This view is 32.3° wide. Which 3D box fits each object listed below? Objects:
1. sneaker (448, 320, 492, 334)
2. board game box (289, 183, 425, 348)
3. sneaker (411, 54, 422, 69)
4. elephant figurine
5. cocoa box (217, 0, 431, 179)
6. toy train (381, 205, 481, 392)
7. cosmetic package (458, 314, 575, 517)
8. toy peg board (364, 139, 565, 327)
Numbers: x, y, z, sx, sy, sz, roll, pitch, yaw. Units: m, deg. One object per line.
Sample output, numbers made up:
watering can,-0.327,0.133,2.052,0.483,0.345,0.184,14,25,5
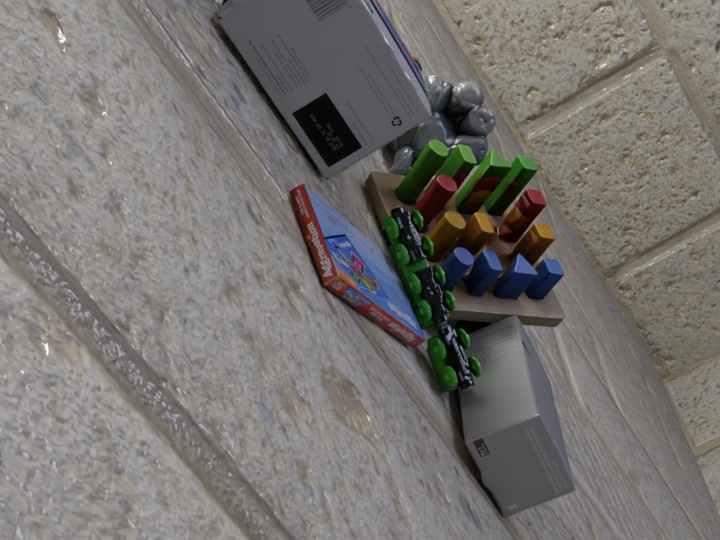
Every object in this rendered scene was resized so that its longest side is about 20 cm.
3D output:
sneaker,0.111,0.003,1.446,0.201,0.079,0.131,60,13,0
board game box,0.000,0.000,1.180,0.200,0.019,0.103,39,25,-57
sneaker,0.044,-0.267,1.675,0.074,0.079,0.200,52,4,-4
elephant figurine,0.100,-0.184,1.702,0.200,0.154,0.143,177,-81,-78
cocoa box,-0.034,-0.224,1.259,0.200,0.133,0.131,55,14,-23
toy train,0.069,0.030,1.273,0.201,0.042,0.056,69,-20,7
cosmetic package,0.157,0.148,1.302,0.107,0.090,0.200,61,11,-27
toy peg board,0.136,-0.050,1.394,0.199,0.098,0.200,5,47,-33
